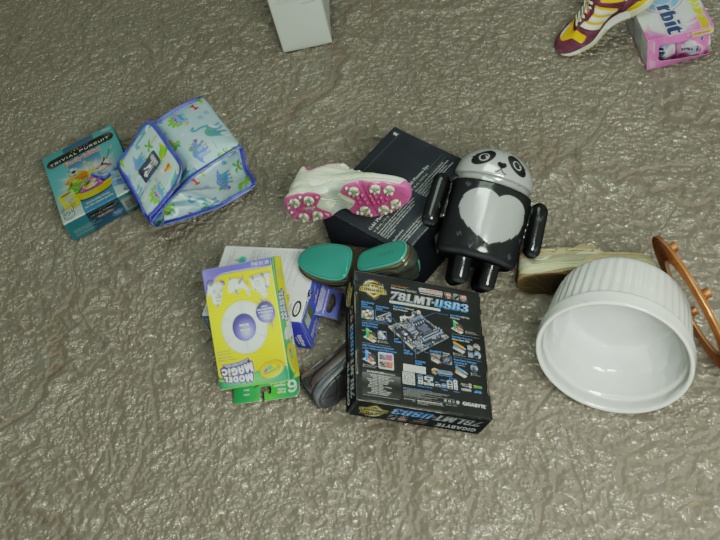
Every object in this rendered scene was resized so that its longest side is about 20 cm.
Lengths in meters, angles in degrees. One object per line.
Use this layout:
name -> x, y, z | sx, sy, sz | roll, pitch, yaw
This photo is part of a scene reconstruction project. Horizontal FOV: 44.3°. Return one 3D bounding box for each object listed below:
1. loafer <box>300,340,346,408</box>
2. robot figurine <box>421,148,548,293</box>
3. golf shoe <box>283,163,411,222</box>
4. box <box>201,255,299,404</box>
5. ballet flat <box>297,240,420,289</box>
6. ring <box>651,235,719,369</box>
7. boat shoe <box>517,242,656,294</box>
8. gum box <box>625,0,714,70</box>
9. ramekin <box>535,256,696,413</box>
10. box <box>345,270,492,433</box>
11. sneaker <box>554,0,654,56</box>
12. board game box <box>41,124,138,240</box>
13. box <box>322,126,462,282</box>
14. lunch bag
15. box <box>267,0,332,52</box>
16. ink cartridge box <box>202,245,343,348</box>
loafer -> -0.004, 0.110, 1.279 | 0.199, 0.072, 0.063 | -41, 50, -13
robot figurine -> 0.178, -0.073, 1.272 | 0.123, 0.149, 0.205 | 10, 83, 46
golf shoe -> -0.018, -0.130, 1.331 | 0.195, 0.076, 0.093 | -2, 49, 13
box -> -0.157, 0.090, 1.278 | 0.115, 0.048, 0.205 | -10, 92, 17
ballet flat -> 0.000, 0.000, 1.289 | 0.196, 0.069, 0.069 | -1, 57, 33
ring -> 0.428, 0.043, 1.124 | 0.019, 0.201, 0.203 | -28, 50, 8
boat shoe -> 0.325, -0.010, 1.279 | 0.195, 0.073, 0.066 | -5, 52, 19
gum box -> 0.535, -0.446, 1.556 | 0.111, 0.067, 0.203 | -12, 51, 8
ramekin -> 0.330, 0.077, 1.134 | 0.195, 0.203, 0.106 | 7, 44, 21
box -> 0.077, 0.109, 1.205 | 0.195, 0.050, 0.202 | 10, 53, -17
sneaker -> 0.410, -0.460, 1.545 | 0.198, 0.089, 0.076 | -32, 43, 32
board game box -> -0.496, -0.168, 1.643 | 0.149, 0.047, 0.201 | -28, 51, -7
box -> 0.069, -0.098, 1.395 | 0.180, 0.105, 0.200 | 31, 66, 31
lunch bag -> -0.311, -0.183, 1.540 | 0.198, 0.129, 0.171 | -32, 54, -10
box -> -0.128, -0.567, 1.748 | 0.104, 0.202, 0.155 | -9, 51, 6
ink cartridge box -> -0.128, 0.040, 1.361 | 0.195, 0.077, 0.139 | 1, 54, 18
